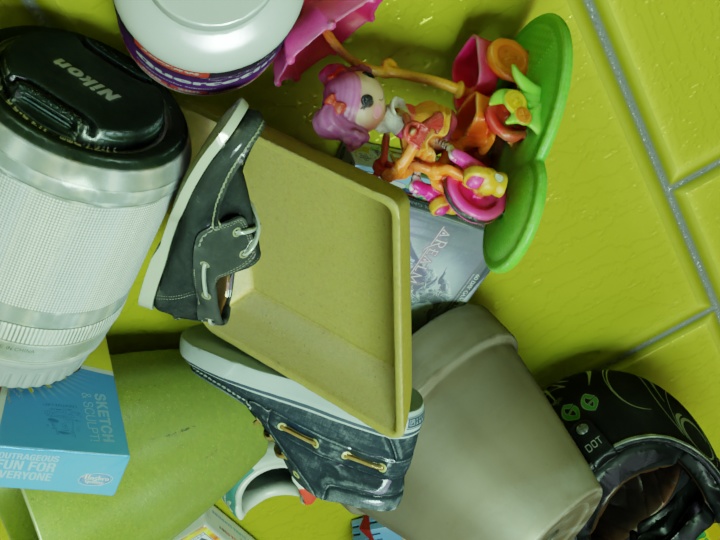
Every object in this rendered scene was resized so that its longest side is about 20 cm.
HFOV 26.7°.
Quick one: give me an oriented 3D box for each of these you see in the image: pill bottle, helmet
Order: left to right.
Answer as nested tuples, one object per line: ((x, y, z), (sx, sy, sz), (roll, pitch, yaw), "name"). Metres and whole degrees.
((-0.090, -0.167, 0.888), (0.111, 0.200, 0.114), (0, 91, -7), "pill bottle")
((0.222, 0.185, 1.343), (0.198, 0.191, 0.202), (-3, 104, -11), "helmet")

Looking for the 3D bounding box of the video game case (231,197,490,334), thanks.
((0.000, 0.000, 1.161), (0.199, 0.019, 0.143), (16, 123, -30), "video game case")

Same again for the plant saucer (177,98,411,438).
((-0.034, -0.010, 1.031), (0.048, 0.199, 0.201), (-35, 139, -36), "plant saucer")

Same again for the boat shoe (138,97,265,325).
((-0.090, -0.034, 0.988), (0.067, 0.072, 0.201), (26, 138, -1), "boat shoe")

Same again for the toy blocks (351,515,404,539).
((0.054, 0.259, 1.426), (0.135, 0.100, 0.201), (-12, 135, 6), "toy blocks")

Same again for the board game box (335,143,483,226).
((0.011, -0.004, 1.198), (0.133, 0.034, 0.201), (8, 127, -27), "board game box")

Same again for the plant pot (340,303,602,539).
((0.092, 0.158, 1.210), (0.200, 0.173, 0.201), (-39, 158, -19), "plant pot")

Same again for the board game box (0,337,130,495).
((-0.249, 0.062, 1.045), (0.152, 0.201, 0.041), (8, 128, -27), "board game box")

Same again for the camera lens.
((-0.211, -0.044, 0.990), (0.159, 0.161, 0.201), (11, 126, -28), "camera lens")

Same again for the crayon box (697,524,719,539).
((0.283, 0.310, 1.469), (0.172, 0.201, 0.058), (-29, 134, 7), "crayon box")

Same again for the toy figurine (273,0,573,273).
((0.028, -0.111, 1.022), (0.183, 0.201, 0.150), (17, 145, -17), "toy figurine")

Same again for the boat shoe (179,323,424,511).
((-0.052, 0.110, 1.127), (0.071, 0.199, 0.092), (-32, 137, -60), "boat shoe")

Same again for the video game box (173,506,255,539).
((-0.178, 0.308, 1.407), (0.199, 0.047, 0.182), (-32, 136, 10), "video game box")

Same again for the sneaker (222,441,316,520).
((-0.031, 0.152, 1.284), (0.198, 0.094, 0.071), (-19, 135, -3), "sneaker")

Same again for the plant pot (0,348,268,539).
((-0.178, 0.140, 1.175), (0.199, 0.187, 0.188), (-21, 137, -22), "plant pot")
